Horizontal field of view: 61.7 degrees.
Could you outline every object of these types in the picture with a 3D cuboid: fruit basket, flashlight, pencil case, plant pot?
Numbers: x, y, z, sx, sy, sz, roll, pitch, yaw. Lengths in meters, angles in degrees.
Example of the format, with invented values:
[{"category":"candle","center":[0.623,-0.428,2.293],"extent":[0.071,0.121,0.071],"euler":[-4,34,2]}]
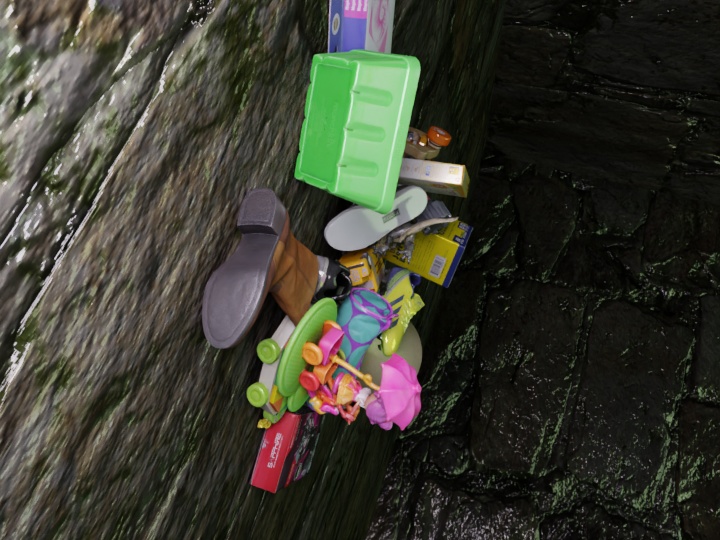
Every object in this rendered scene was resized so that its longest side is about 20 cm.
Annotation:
[{"category":"fruit basket","center":[0.016,-0.193,0.833],"extent":[0.213,0.154,0.220],"euler":[-22,123,-37]},{"category":"flashlight","center":[0.111,-0.167,1.194],"extent":[0.067,0.202,0.068],"euler":[-9,146,-38]},{"category":"pencil case","center":[-0.022,0.131,0.976],"extent":[0.085,0.092,0.203],"euler":[-7,127,-62]},{"category":"plant pot","center":[0.000,0.135,1.128],"extent":[0.200,0.184,0.191],"euler":[44,61,-58]}]

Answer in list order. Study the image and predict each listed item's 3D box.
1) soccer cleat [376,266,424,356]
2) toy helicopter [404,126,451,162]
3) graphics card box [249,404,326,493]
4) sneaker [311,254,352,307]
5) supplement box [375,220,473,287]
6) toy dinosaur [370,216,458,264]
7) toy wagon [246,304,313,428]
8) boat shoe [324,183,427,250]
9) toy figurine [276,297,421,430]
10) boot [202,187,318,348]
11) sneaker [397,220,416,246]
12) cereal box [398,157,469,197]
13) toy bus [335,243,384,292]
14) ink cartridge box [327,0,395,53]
[{"category":"soccer cleat","center":[0.071,0.066,1.055],"extent":[0.202,0.082,0.066],"euler":[-79,175,-49]},{"category":"toy helicopter","center":[0.068,-0.247,1.129],"extent":[0.198,0.132,0.080],"euler":[-15,141,-48]},{"category":"graphics card box","center":[-0.117,0.296,1.036],"extent":[0.200,0.050,0.128],"euler":[45,60,-76]},{"category":"sneaker","center":[-0.053,0.030,0.936],"extent":[0.200,0.086,0.075],"euler":[71,36,-67]},{"category":"supplement box","center":[0.129,-0.069,1.316],"extent":[0.109,0.197,0.111],"euler":[-55,167,-56]},{"category":"toy dinosaur","center":[0.073,-0.054,1.042],"extent":[0.048,0.198,0.088],"euler":[52,56,-21]},{"category":"toy wagon","center":[-0.107,0.150,0.893],"extent":[0.155,0.039,0.204],"euler":[-24,133,-63]},{"category":"boat shoe","center":[0.020,-0.094,1.038],"extent":[0.197,0.063,0.072],"euler":[-24,119,-20]},{"category":"toy figurine","center":[-0.004,0.165,0.842],"extent":[0.150,0.182,0.203],"euler":[-45,154,-47]},{"category":"boot","center":[-0.113,0.027,0.737],"extent":[0.201,0.067,0.192],"euler":[66,28,-63]},{"category":"sneaker","center":[0.037,-0.121,1.150],"extent":[0.077,0.089,0.200],"euler":[-38,146,3]},{"category":"cereal box","center":[0.094,-0.172,1.088],"extent":[0.144,0.196,0.040],"euler":[4,96,-77]},{"category":"toy bus","center":[0.000,0.000,1.092],"extent":[0.200,0.064,0.080],"euler":[-59,135,-76]},{"category":"ink cartridge box","center":[0.005,-0.327,0.897],"extent":[0.201,0.042,0.199],"euler":[-62,162,-48]}]
